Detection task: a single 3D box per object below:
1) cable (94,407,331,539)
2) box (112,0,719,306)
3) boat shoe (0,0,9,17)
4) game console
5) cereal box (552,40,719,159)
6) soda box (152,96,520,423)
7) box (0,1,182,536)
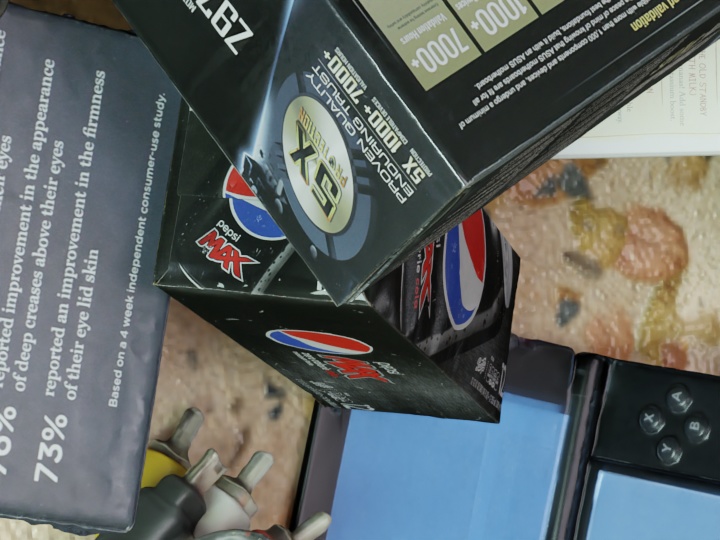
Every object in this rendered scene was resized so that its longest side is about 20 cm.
[{"bbox_3d":[-0.091,0.136,0.744,0.200,0.097,0.050,-48,147,-13],"label":"cable"},{"bbox_3d":[0.031,-0.117,0.611,0.199,0.086,0.164,-35,86,-31],"label":"box"},{"bbox_3d":[-0.115,-0.081,0.544,0.200,0.072,0.066,-33,130,19],"label":"boat shoe"},{"bbox_3d":[0.071,0.127,0.815,0.118,0.171,0.202,17,83,-55],"label":"game console"},{"bbox_3d":[0.087,-0.111,0.788,0.198,0.040,0.145,0,92,14],"label":"cereal box"},{"bbox_3d":[0.000,0.000,0.719,0.070,0.200,0.064,5,78,15],"label":"soda box"},{"bbox_3d":[-0.161,-0.011,0.656,0.198,0.104,0.149,13,83,-27],"label":"box"}]
